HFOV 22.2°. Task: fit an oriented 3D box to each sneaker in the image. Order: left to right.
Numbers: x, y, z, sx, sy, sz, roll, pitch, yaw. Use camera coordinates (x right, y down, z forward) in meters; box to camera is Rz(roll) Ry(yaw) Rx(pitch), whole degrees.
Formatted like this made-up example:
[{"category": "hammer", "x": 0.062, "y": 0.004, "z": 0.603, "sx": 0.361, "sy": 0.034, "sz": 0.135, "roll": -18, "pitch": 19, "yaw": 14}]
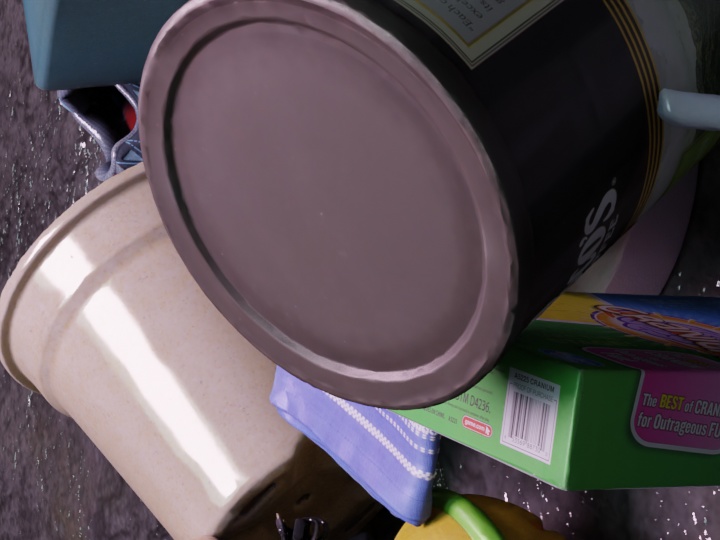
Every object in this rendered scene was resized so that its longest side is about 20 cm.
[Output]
[{"category": "sneaker", "x": -0.155, "y": -0.135, "z": 1.219, "sx": 0.079, "sy": 0.095, "sz": 0.201, "roll": -52, "pitch": 47, "yaw": 42}]

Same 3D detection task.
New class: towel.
[{"category": "towel", "x": 0.000, "y": 0.000, "z": 0.836, "sx": 0.145, "sy": 0.024, "sz": 0.201, "roll": 36, "pitch": 128, "yaw": 55}]

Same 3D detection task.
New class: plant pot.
[{"category": "plant pot", "x": -0.129, "y": -0.220, "z": 1.082, "sx": 0.200, "sy": 0.140, "sz": 0.142, "roll": 115, "pitch": 146, "yaw": -65}, {"category": "plant pot", "x": -0.073, "y": 0.065, "z": 1.015, "sx": 0.184, "sy": 0.200, "sz": 0.201, "roll": 53, "pitch": 132, "yaw": 29}]

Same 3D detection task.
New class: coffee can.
[{"category": "coffee can", "x": 0.044, "y": -0.067, "z": 0.625, "sx": 0.146, "sy": 0.200, "sz": 0.147, "roll": 23, "pitch": 132, "yaw": 28}]

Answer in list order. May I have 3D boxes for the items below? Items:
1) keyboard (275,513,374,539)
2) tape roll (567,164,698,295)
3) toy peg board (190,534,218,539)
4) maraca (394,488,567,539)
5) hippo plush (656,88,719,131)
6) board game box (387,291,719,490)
[{"category": "keyboard", "x": 0.001, "y": 0.185, "z": 0.877, "sx": 0.021, "sy": 0.127, "sz": 0.200, "roll": -38, "pitch": 17, "yaw": 16}, {"category": "tape roll", "x": 0.084, "y": -0.056, "z": 0.891, "sx": 0.202, "sy": 0.037, "sz": 0.204, "roll": -2, "pitch": 87, "yaw": 58}, {"category": "toy peg board", "x": -0.086, "y": 0.261, "z": 0.988, "sx": 0.199, "sy": 0.098, "sz": 0.200, "roll": 48, "pitch": 146, "yaw": -10}, {"category": "maraca", "x": 0.070, "y": 0.194, "z": 0.844, "sx": 0.201, "sy": 0.107, "sz": 0.137, "roll": 71, "pitch": 164, "yaw": -9}, {"category": "hippo plush", "x": 0.235, "y": -0.068, "z": 0.588, "sx": 0.199, "sy": 0.159, "sz": 0.161, "roll": 7, "pitch": 64, "yaw": 38}, {"category": "board game box", "x": 0.111, "y": 0.041, "z": 0.691, "sx": 0.153, "sy": 0.199, "sz": 0.041, "roll": 19, "pitch": 104, "yaw": 56}]
